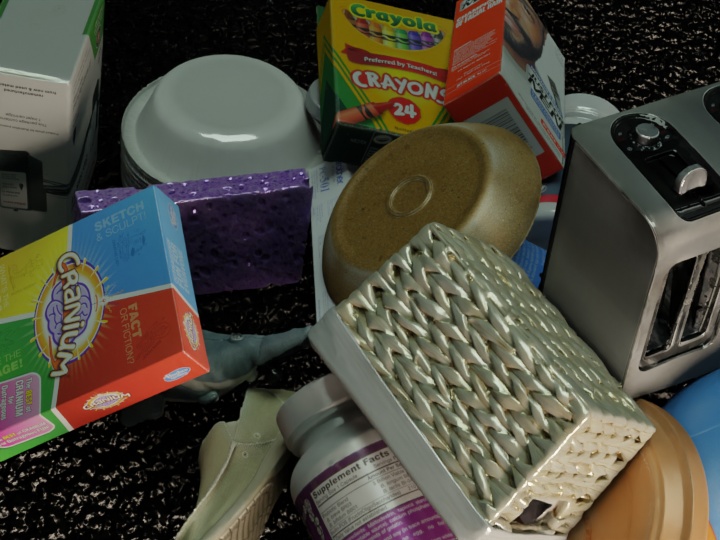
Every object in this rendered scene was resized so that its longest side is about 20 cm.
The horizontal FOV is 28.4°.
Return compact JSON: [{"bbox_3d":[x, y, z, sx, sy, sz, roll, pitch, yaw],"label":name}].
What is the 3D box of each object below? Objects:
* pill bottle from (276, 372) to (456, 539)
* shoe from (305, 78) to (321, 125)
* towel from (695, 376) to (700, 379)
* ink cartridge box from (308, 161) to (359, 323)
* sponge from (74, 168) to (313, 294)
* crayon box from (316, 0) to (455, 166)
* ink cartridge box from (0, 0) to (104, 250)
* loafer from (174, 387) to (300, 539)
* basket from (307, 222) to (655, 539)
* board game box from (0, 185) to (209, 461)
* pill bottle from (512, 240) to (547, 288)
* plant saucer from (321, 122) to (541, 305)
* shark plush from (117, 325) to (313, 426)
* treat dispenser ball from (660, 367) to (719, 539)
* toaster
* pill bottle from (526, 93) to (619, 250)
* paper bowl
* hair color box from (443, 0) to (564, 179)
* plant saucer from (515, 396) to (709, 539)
[{"bbox_3d":[0.017,0.173,1.011,0.112,0.113,0.201,-17,63,-25],"label":"pill bottle"},{"bbox_3d":[0.035,-0.127,1.344,0.198,0.091,0.072,3,51,-21],"label":"shoe"},{"bbox_3d":[0.262,0.060,1.169,0.024,0.200,0.145,-45,52,9],"label":"towel"},{"bbox_3d":[0.000,0.000,1.221,0.044,0.094,0.201,-25,43,19],"label":"ink cartridge box"},{"bbox_3d":[-0.143,-0.027,1.215,0.198,0.112,0.030,-7,44,-17],"label":"sponge"},{"bbox_3d":[0.026,-0.177,1.285,0.126,0.051,0.201,9,49,-16],"label":"crayon box"},{"bbox_3d":[-0.278,-0.133,1.239,0.082,0.201,0.147,10,44,-4],"label":"ink cartridge box"},{"bbox_3d":[-0.095,0.158,1.067,0.068,0.076,0.200,20,36,13],"label":"loafer"},{"bbox_3d":[0.084,0.077,0.968,0.200,0.124,0.135,51,18,30],"label":"basket"},{"bbox_3d":[-0.222,0.042,1.090,0.199,0.040,0.154,-24,58,13],"label":"board game box"},{"bbox_3d":[0.138,0.038,1.176,0.199,0.112,0.113,26,44,-8],"label":"pill bottle"},{"bbox_3d":[0.046,-0.050,1.128,0.199,0.035,0.201,-22,43,22],"label":"plant saucer"},{"bbox_3d":[-0.131,0.067,1.101,0.199,0.084,0.091,3,42,34],"label":"shark plush"},{"bbox_3d":[0.294,0.166,1.029,0.199,0.202,0.202,5,44,-5],"label":"treat dispenser ball"},{"bbox_3d":[0.227,-0.020,1.009,0.180,0.201,0.119,-17,47,-23],"label":"toaster"},{"bbox_3d":[0.191,-0.069,1.310,0.119,0.120,0.201,14,43,5],"label":"pill bottle"},{"bbox_3d":[-0.124,-0.123,1.324,0.199,0.105,0.202,4,44,-4],"label":"paper bowl"},{"bbox_3d":[0.134,-0.172,1.285,0.064,0.111,0.201,-27,29,23],"label":"hair color box"},{"bbox_3d":[0.157,0.181,1.001,0.032,0.200,0.201,25,35,-31],"label":"plant saucer"}]
